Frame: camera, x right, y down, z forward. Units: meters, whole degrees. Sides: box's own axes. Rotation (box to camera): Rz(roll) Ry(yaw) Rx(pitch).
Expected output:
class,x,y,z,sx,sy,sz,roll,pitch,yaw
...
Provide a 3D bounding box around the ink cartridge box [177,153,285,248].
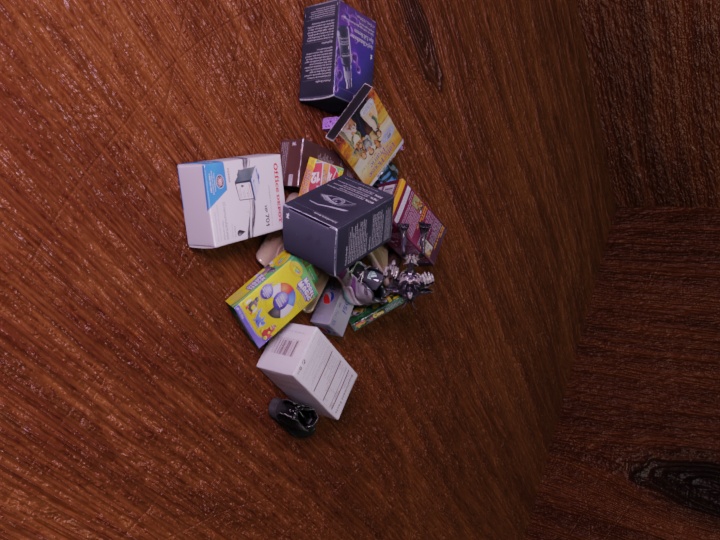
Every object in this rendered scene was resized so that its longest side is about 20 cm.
class,x,y,z,sx,sy,sz,roll,pitch,yaw
ink cartridge box,-0.237,-0.137,1.170,0.198,0.084,0.152,-22,111,-50

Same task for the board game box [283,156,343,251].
class,x,y,z,sx,sy,sz,roll,pitch,yaw
board game box,-0.101,-0.130,1.314,0.094,0.030,0.206,6,107,-53

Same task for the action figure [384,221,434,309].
class,x,y,z,sx,sy,sz,roll,pitch,yaw
action figure,0.111,-0.003,1.389,0.102,0.114,0.208,-53,145,-74

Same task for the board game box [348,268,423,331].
class,x,y,z,sx,sy,sz,roll,pitch,yaw
board game box,0.054,0.067,1.496,0.196,0.105,0.024,-30,120,-3

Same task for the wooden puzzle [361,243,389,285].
class,x,y,z,sx,sy,sz,roll,pitch,yaw
wooden puzzle,0.011,-0.081,1.485,0.188,0.045,0.202,58,17,-29

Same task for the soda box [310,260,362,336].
class,x,y,z,sx,sy,sz,roll,pitch,yaw
soda box,-0.048,0.049,1.471,0.068,0.062,0.205,43,59,-47

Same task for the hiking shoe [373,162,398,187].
class,x,y,z,sx,sy,sz,roll,pitch,yaw
hiking shoe,0.042,-0.241,1.541,0.198,0.073,0.090,18,59,-53

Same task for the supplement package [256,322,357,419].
class,x,y,z,sx,sy,sz,roll,pitch,yaw
supplement package,-0.113,0.220,1.354,0.201,0.114,0.120,55,52,-42

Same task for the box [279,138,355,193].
class,x,y,z,sx,sy,sz,roll,pitch,yaw
box,-0.094,-0.216,1.372,0.198,0.073,0.104,11,85,-56

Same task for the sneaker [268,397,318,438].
class,x,y,z,sx,sy,sz,roll,pitch,yaw
sneaker,-0.130,0.328,1.351,0.200,0.102,0.061,48,57,-45

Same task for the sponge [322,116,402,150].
class,x,y,z,sx,sy,sz,roll,pitch,yaw
sponge,0.008,-0.324,1.470,0.197,0.109,0.031,9,89,-54

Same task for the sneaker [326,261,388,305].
class,x,y,z,sx,sy,sz,roll,pitch,yaw
sneaker,0.000,0.000,1.365,0.201,0.137,0.079,54,54,-37

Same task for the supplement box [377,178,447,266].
class,x,y,z,sx,sy,sz,roll,pitch,yaw
supplement box,0.113,-0.111,1.494,0.199,0.084,0.113,42,61,-35

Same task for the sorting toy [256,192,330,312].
class,x,y,z,sx,sy,sz,roll,pitch,yaw
sorting toy,-0.136,-0.038,1.369,0.201,0.036,0.189,51,54,-39

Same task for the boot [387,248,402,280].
class,x,y,z,sx,sy,sz,roll,pitch,yaw
boot,0.103,-0.060,1.591,0.201,0.063,0.191,-52,164,-54

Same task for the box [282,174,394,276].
class,x,y,z,sx,sy,sz,roll,pitch,yaw
box,-0.043,-0.098,1.252,0.198,0.145,0.107,-32,137,-42

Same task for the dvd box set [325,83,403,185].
class,x,y,z,sx,sy,sz,roll,pitch,yaw
dvd box set,0.014,-0.292,1.376,0.148,0.029,0.200,-53,146,-6

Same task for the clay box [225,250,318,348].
class,x,y,z,sx,sy,sz,roll,pitch,yaw
clay box,-0.168,0.047,1.268,0.199,0.047,0.117,-42,128,-20

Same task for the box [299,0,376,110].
class,x,y,z,sx,sy,sz,roll,pitch,yaw
box,-0.049,-0.465,1.368,0.146,0.102,0.208,0,94,-54
